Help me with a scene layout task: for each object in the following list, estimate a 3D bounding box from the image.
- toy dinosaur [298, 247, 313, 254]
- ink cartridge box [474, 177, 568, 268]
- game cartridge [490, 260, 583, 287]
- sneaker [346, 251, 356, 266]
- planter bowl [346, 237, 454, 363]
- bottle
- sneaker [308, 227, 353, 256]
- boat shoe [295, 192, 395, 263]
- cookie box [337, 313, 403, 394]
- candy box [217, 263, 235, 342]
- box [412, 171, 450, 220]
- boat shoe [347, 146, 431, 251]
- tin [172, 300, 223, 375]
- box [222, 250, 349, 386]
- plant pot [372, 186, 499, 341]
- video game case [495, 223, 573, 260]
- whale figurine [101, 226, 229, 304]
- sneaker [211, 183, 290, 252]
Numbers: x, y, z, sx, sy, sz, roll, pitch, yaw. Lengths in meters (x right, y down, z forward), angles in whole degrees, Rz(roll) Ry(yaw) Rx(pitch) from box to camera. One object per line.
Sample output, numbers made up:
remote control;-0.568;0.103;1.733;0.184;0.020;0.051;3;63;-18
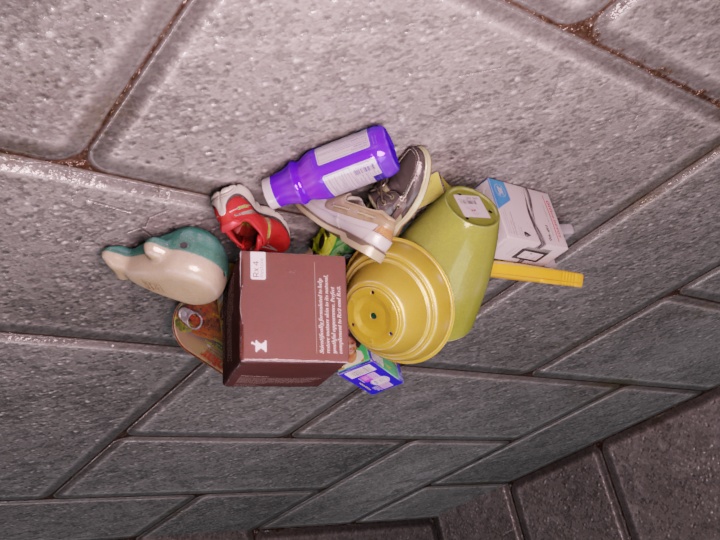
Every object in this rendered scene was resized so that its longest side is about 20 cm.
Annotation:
toy dinosaur;-0.125;0.001;1.428;0.099;0.059;0.200;-13;179;-12
ink cartridge box;0.279;-0.077;1.488;0.198;0.118;0.068;8;147;-39
game cartridge;0.266;0.003;1.547;0.197;0.033;0.176;9;180;-16
sneaker;0.000;0.000;1.477;0.080;0.201;0.087;35;122;-9
planter bowl;0.037;0.058;1.310;0.199;0.202;0.083;-33;176;34
bottle;-0.045;-0.143;1.258;0.197;0.066;0.084;-19;158;11
sneaker;-0.035;-0.043;1.448;0.082;0.075;0.201;1;150;-20
boat shoe;-0.019;-0.080;1.302;0.074;0.199;0.069;29;93;-50
cookie box;-0.001;0.108;1.617;0.074;0.203;0.171;-22;154;14
candy box;-0.179;0.089;1.492;0.115;0.203;0.057;2;150;-28
box;0.142;-0.092;1.466;0.074;0.051;0.200;-24;152;17
boat shoe;0.041;-0.102;1.331;0.065;0.072;0.202;6;128;-32
tin;-0.244;0.120;1.556;0.113;0.198;0.042;-59;173;10
box;-0.121;0.082;1.343;0.161;0.169;0.200;3;162;-16
plant pot;0.135;-0.026;1.366;0.184;0.189;0.202;0;135;-26
video game case;0.275;-0.038;1.651;0.197;0.023;0.182;-3;157;-22
whale figurine;-0.301;-0.018;1.370;0.196;0.105;0.160;7;153;14
sneaker;-0.169;-0.056;1.344;0.076;0.086;0.200;-22;155;17
